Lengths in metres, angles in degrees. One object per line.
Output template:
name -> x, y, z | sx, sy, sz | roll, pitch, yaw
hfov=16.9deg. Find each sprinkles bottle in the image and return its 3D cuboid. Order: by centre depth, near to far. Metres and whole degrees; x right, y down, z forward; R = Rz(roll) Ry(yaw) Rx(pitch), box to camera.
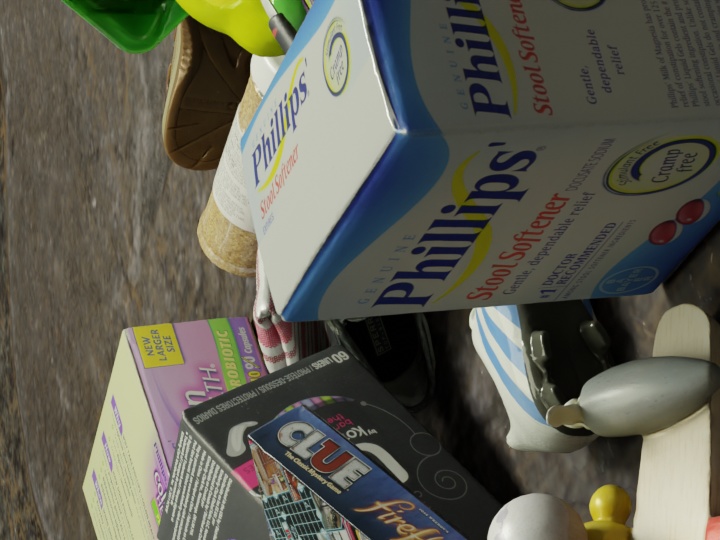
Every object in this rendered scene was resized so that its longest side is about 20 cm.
sprinkles bottle -> -0.054, -0.078, 1.559 | 0.200, 0.068, 0.068 | 113, 145, -50

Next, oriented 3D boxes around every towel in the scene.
towel -> -0.045, 0.038, 1.487 | 0.200, 0.030, 0.147 | 78, -174, -45

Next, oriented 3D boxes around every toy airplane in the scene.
toy airplane -> 0.126, 0.133, 1.062 | 0.200, 0.141, 0.199 | -112, 44, -67

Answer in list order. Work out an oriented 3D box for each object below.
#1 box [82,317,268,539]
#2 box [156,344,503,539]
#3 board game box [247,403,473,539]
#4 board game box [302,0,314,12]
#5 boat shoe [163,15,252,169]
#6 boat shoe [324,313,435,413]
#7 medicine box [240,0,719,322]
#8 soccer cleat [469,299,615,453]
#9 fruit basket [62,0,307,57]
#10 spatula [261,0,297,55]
box -> -0.121, 0.165, 1.744 | 0.200, 0.097, 0.176 | 109, 148, -47
box -> -0.004, 0.155, 1.340 | 0.200, 0.122, 0.106 | 44, 139, 28
board game box -> 0.013, 0.174, 1.152 | 0.135, 0.035, 0.200 | 36, 147, 40
board game box -> 0.002, -0.106, 1.354 | 0.200, 0.032, 0.120 | 67, -179, -48
boat shoe -> -0.090, -0.168, 1.604 | 0.072, 0.072, 0.200 | -109, 30, -57
boat shoe -> -0.002, 0.001, 1.388 | 0.068, 0.074, 0.200 | 48, 158, 51
medicine box -> 0.068, -0.065, 1.083 | 0.182, 0.200, 0.103 | 124, 136, -58
soccer cleat -> 0.078, -0.001, 1.246 | 0.086, 0.070, 0.200 | 144, 118, -62
fruit basket -> -0.098, -0.216, 1.456 | 0.215, 0.155, 0.216 | -24, 47, 29
spatula -> -0.050, -0.156, 1.359 | 0.200, 0.021, 0.057 | 62, 161, 15
